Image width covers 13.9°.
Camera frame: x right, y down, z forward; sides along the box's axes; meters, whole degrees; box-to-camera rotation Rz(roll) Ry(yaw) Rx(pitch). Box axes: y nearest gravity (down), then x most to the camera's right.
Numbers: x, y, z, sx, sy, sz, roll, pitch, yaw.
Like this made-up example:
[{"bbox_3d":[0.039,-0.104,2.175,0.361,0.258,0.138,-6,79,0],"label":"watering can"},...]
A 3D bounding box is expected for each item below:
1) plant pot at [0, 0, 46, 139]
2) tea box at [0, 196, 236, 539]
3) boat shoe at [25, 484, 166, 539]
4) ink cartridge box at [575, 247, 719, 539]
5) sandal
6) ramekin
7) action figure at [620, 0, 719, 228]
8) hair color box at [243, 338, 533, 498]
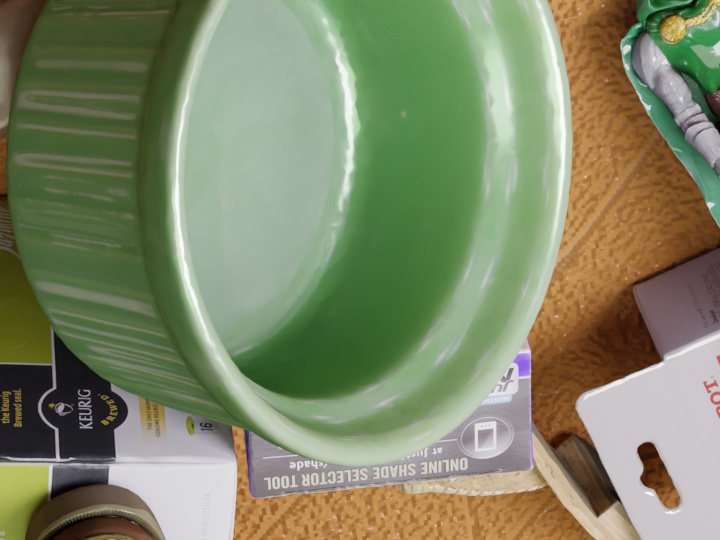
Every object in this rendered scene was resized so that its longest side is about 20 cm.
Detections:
[{"bbox_3d":[-0.161,-0.143,1.083,0.200,0.200,0.175,-22,105,5],"label":"plant pot"},{"bbox_3d":[-0.157,0.073,1.188,0.196,0.200,0.134,2,121,-8],"label":"tea box"},{"bbox_3d":[-0.071,0.174,1.105,0.072,0.068,0.200,-28,124,4],"label":"boat shoe"},{"bbox_3d":[0.198,0.041,1.295,0.200,0.068,0.116,-24,120,6],"label":"ink cartridge box"},{"bbox_3d":[0.050,0.081,1.294,0.070,0.078,0.212,-40,123,9],"label":"sandal"},{"bbox_3d":[-0.026,-0.039,1.004,0.200,0.098,0.201,-9,102,-47],"label":"ramekin"},{"bbox_3d":[0.172,-0.056,1.210,0.118,0.055,0.200,-38,91,-6],"label":"action figure"},{"bbox_3d":[0.000,0.000,1.165,0.109,0.200,0.065,-6,128,-4],"label":"hair color box"}]
